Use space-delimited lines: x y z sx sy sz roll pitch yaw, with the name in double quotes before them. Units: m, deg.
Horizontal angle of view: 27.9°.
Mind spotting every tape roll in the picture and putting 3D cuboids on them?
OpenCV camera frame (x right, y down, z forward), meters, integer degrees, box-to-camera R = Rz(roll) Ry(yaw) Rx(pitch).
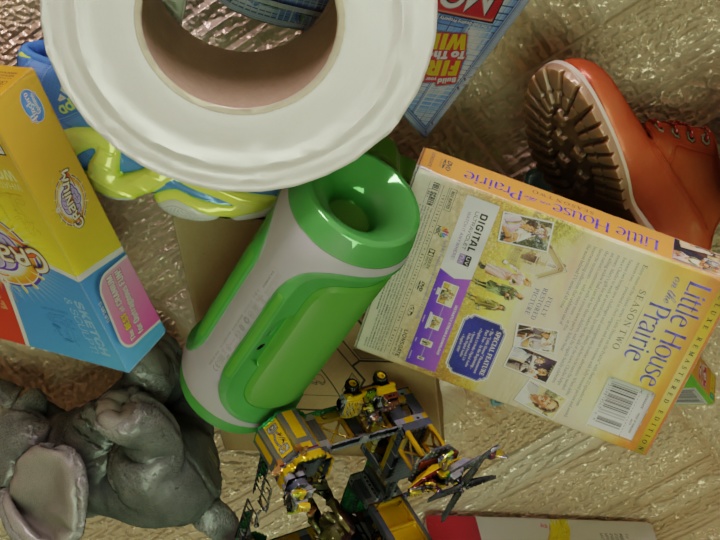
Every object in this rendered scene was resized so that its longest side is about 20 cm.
"tape roll" -0.062 -0.143 0.745 0.201 0.071 0.203 -1 125 -1

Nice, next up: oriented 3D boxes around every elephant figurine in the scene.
"elephant figurine" -0.205 0.129 1.008 0.199 0.156 0.142 -20 146 10

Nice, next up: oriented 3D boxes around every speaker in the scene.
"speaker" -0.042 0.017 0.878 0.088 0.089 0.200 18 136 -19

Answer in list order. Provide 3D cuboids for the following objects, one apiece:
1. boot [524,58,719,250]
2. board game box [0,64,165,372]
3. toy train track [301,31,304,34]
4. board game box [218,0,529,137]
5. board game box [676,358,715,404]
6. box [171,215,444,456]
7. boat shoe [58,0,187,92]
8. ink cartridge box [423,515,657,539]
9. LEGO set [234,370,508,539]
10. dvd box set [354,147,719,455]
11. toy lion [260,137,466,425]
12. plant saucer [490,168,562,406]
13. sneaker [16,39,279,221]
"boot" 0.178 -0.076 0.933 0.107 0.075 0.200 -47 128 -16
"board game box" -0.219 -0.035 0.881 0.153 0.040 0.200 10 136 36
"toy train track" -0.031 -0.215 0.833 0.114 0.033 0.201 -15 134 -10
"board game box" 0.021 -0.178 0.824 0.199 0.062 0.200 5 127 -28
"board game box" 0.172 0.052 0.992 0.095 0.030 0.200 -3 159 27
"box" -0.030 0.044 0.973 0.163 0.021 0.201 1 126 12
"boat shoe" -0.133 -0.187 0.803 0.074 0.062 0.201 1 114 -17
"ink cartridge box" 0.144 0.298 1.164 0.199 0.145 0.146 3 126 -11
"LEGO set" -0.002 0.176 0.945 0.153 0.116 0.200 -6 136 -36
"dvd box set" 0.109 0.021 0.884 0.199 0.029 0.147 20 127 3
"toy lion" 0.000 0.000 0.982 0.191 0.069 0.201 12 125 -7
"plant saucer" 0.131 0.008 1.017 0.070 0.019 0.201 -11 130 -22
"sneaker" -0.121 -0.093 0.871 0.199 0.076 0.105 6 121 0
